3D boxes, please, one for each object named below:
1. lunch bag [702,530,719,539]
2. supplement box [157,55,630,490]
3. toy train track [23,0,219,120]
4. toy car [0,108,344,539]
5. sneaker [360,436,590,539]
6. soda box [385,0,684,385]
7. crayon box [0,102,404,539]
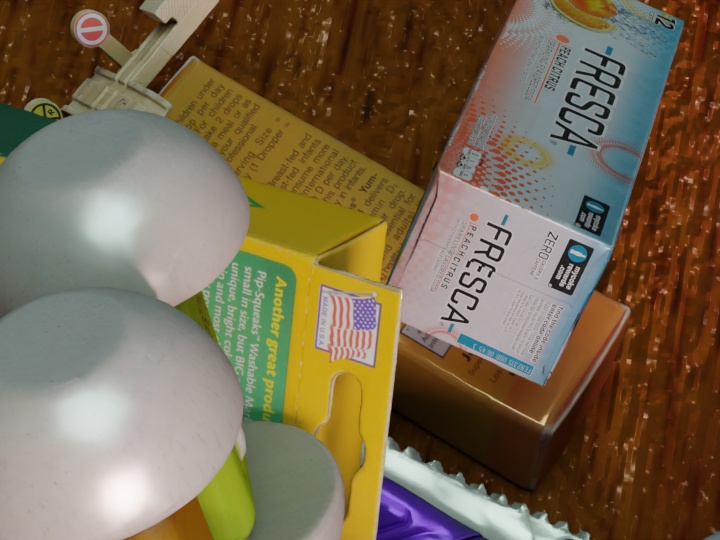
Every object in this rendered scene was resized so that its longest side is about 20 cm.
[{"bbox_3d":[0.084,0.197,0.823,0.170,0.200,0.124,-18,37,-10],"label":"lunch bag"},{"bbox_3d":[0.000,0.000,0.972,0.200,0.067,0.069,29,67,10],"label":"supplement box"},{"bbox_3d":[-0.132,-0.038,0.971,0.033,0.115,0.200,41,85,-21],"label":"toy train track"},{"bbox_3d":[-0.090,0.066,0.739,0.150,0.175,0.200,-13,36,8],"label":"toy car"},{"bbox_3d":[0.019,0.126,0.912,0.200,0.070,0.100,22,68,8],"label":"sneaker"},{"bbox_3d":[0.067,-0.042,0.940,0.068,0.064,0.200,24,32,2],"label":"soda box"},{"bbox_3d":[-0.066,0.029,0.876,0.200,0.126,0.052,18,25,26],"label":"crayon box"}]
